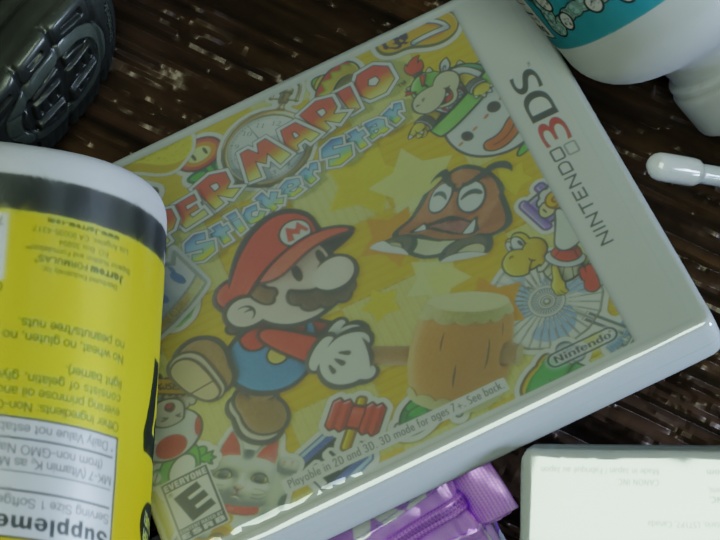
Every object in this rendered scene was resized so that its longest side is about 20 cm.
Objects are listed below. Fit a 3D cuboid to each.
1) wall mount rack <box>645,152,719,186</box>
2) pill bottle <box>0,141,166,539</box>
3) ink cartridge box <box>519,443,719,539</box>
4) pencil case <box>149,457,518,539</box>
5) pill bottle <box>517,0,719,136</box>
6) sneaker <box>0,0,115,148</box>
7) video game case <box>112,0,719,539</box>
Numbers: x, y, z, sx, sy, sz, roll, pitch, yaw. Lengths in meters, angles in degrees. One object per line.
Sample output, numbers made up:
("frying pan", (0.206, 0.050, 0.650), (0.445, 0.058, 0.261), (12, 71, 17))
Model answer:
("wall mount rack", (0.191, 0.025, 0.942), (0.174, 0.075, 0.200), (0, 81, 13))
("pill bottle", (-0.124, 0.068, 0.873), (0.114, 0.114, 0.200), (1, 73, 4))
("ink cartridge box", (0.133, 0.158, 0.879), (0.162, 0.050, 0.200), (0, 86, 10))
("pencil case", (-0.040, 0.122, 0.937), (0.200, 0.085, 0.084), (-35, 89, -2))
("pill bottle", (0.087, -0.143, 0.936), (0.111, 0.111, 0.200), (-43, 105, -3))
("sneaker", (-0.180, -0.044, 0.978), (0.091, 0.076, 0.200), (35, 72, 21))
("video game case", (0.000, 0.000, 0.940), (0.200, 0.023, 0.182), (-26, 52, 0))
